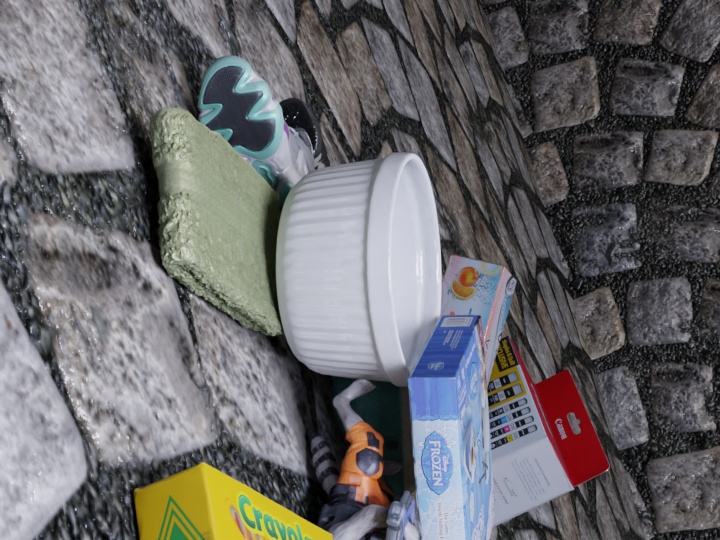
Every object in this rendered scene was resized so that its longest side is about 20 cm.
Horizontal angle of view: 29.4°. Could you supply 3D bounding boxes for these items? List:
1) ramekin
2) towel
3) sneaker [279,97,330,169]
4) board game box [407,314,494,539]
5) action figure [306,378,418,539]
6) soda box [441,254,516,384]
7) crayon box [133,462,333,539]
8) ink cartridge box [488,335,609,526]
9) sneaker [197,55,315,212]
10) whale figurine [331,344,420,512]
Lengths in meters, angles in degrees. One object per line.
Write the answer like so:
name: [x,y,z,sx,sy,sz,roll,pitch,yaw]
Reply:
ramekin: [0.000,0.000,1.186,0.200,0.104,0.202,-2,90,-76]
towel: [-0.112,-0.034,1.116,0.200,0.036,0.149,41,38,-61]
sneaker: [-0.043,-0.068,1.395,0.104,0.060,0.201,40,34,-68]
board game box: [0.081,0.158,1.174,0.200,0.043,0.200,-50,137,-73]
action figure: [-0.003,0.221,1.137,0.194,0.104,0.201,-83,174,-48]
soda box: [0.103,0.090,1.435,0.068,0.063,0.201,39,67,-68]
crayon box: [-0.063,0.238,0.892,0.200,0.058,0.173,46,28,-57]
ink cartridge box: [0.161,0.171,1.519,0.084,0.175,0.200,60,8,-30]
sneaker: [-0.092,-0.124,1.274,0.140,0.077,0.201,-89,163,-59]
whale figurine: [0.025,0.148,1.312,0.201,0.103,0.160,88,2,-45]
